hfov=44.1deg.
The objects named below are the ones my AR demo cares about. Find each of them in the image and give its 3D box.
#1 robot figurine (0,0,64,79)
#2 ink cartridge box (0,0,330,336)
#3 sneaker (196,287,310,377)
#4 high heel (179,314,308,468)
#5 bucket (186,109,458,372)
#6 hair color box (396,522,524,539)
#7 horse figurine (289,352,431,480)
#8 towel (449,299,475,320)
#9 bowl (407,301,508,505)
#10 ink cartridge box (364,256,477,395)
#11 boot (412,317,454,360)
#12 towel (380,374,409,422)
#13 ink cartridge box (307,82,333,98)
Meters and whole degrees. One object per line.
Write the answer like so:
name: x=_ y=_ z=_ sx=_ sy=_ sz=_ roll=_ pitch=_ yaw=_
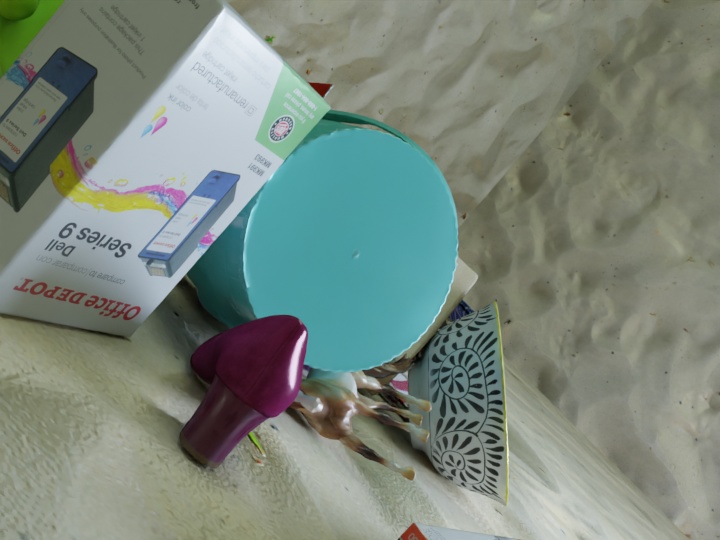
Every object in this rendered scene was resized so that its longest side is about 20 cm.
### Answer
robot figurine: x=-0.203 y=-0.130 z=0.562 sx=0.116 sy=0.199 sz=0.176 roll=62 pitch=-31 yaw=15
ink cartridge box: x=-0.132 y=-0.067 z=0.509 sx=0.088 sy=0.200 sz=0.145 roll=46 pitch=6 yaw=22
sneaker: x=-0.071 y=0.030 z=0.821 sx=0.200 sy=0.075 sz=0.100 roll=38 pitch=7 yaw=-33
high heel: x=-0.062 y=0.054 z=0.575 sx=0.067 sy=0.096 sz=0.200 roll=39 pitch=6 yaw=-12
bucket: x=-0.031 y=-0.023 z=0.693 sx=0.207 sy=0.208 sz=0.135 roll=38 pitch=-9 yaw=-28
hair color box: x=0.085 y=0.214 z=0.520 sx=0.111 sy=0.064 sz=0.200 roll=46 pitch=8 yaw=32
horse figurine: x=-0.005 y=0.107 z=0.745 sx=0.132 sy=0.050 sz=0.200 roll=24 pitch=13 yaw=2
towel: x=0.125 y=0.081 z=1.196 sx=0.200 sy=0.024 sz=0.146 roll=-128 pitch=-161 yaw=-55
bowl: x=0.097 y=0.135 z=0.901 sx=0.093 sy=0.203 sz=0.201 roll=-4 pitch=0 yaw=7
ink cartridge box: x=0.000 y=0.000 z=0.928 sx=0.200 sy=0.165 sz=0.075 roll=43 pitch=-39 yaw=1
boot: x=0.041 y=0.073 z=1.023 sx=0.150 sy=0.074 sz=0.200 roll=32 pitch=19 yaw=1
towel: x=0.036 y=0.130 z=1.076 sx=0.200 sy=0.023 sz=0.144 roll=44 pitch=5 yaw=23
ink cartridge box: x=-0.133 y=-0.123 z=0.848 sx=0.043 sy=0.174 sz=0.199 roll=37 pitch=-9 yaw=-34
